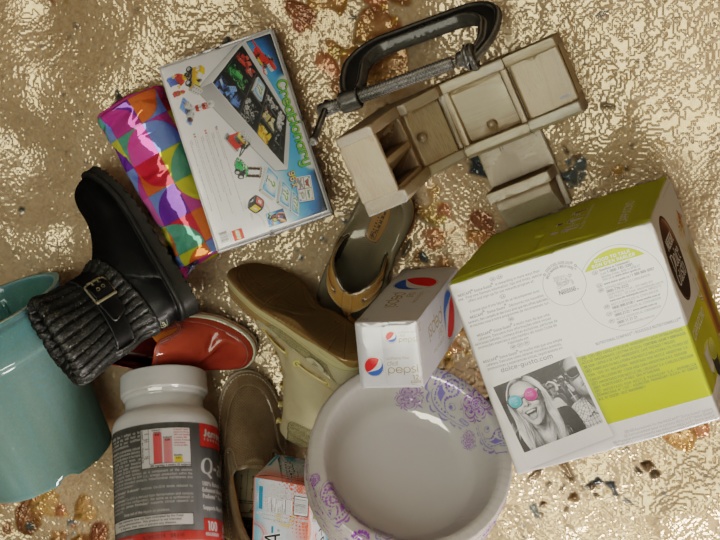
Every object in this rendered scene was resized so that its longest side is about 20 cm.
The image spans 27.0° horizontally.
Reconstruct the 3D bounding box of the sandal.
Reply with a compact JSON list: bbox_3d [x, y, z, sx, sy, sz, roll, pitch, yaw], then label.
[{"bbox_3d":[0.000,0.000,1.563,0.080,0.054,0.201,24,115,9],"label":"sandal"}]

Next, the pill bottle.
[{"bbox_3d":[-0.206,0.208,1.596,0.115,0.116,0.201,-11,72,18],"label":"pill bottle"}]

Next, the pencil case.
[{"bbox_3d":[-0.202,-0.094,1.584,0.088,0.088,0.201,-25,95,20],"label":"pencil case"}]

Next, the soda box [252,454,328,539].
[{"bbox_3d":[-0.072,0.296,1.547,0.063,0.068,0.201,8,105,17],"label":"soda box"}]

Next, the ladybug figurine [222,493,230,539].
[{"bbox_3d":[-0.166,0.311,1.684,0.200,0.072,0.136,40,110,4],"label":"ladybug figurine"}]

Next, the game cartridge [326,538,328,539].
[{"bbox_3d":[0.013,0.288,1.574,0.199,0.041,0.134,0,108,17],"label":"game cartridge"}]

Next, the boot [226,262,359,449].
[{"bbox_3d":[-0.074,0.095,1.598,0.200,0.073,0.156,33,133,29],"label":"boot"}]

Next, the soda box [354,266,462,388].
[{"bbox_3d":[0.051,0.053,1.486,0.063,0.200,0.069,-3,104,15],"label":"soda box"}]

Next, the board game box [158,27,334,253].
[{"bbox_3d":[-0.116,-0.132,1.538,0.126,0.035,0.201,-18,88,3],"label":"board game box"}]

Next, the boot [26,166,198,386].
[{"bbox_3d":[-0.285,0.002,1.572,0.157,0.080,0.211,-30,68,-17],"label":"boot"}]

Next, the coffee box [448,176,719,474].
[{"bbox_3d":[0.225,0.047,1.434,0.199,0.200,0.199,-18,98,20],"label":"coffee box"}]

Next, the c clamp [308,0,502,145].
[{"bbox_3d":[0.047,-0.194,1.449,0.199,0.171,0.027,-21,121,15],"label":"c clamp"}]

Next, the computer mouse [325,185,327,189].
[{"bbox_3d":[-0.099,-0.140,1.572,0.058,0.034,0.201,-33,87,6],"label":"computer mouse"}]

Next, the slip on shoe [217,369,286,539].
[{"bbox_3d":[-0.117,0.207,1.617,0.076,0.061,0.201,2,82,-9],"label":"slip on shoe"}]

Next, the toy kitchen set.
[{"bbox_3d":[0.117,-0.104,1.437,0.199,0.180,0.164,-21,99,20],"label":"toy kitchen set"}]

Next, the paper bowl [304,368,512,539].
[{"bbox_3d":[0.044,0.201,1.480,0.200,0.201,0.105,27,150,8],"label":"paper bowl"}]

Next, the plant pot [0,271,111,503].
[{"bbox_3d":[-0.379,0.133,1.646,0.199,0.200,0.197,-18,107,20],"label":"plant pot"}]

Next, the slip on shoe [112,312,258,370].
[{"bbox_3d":[-0.210,0.083,1.622,0.199,0.061,0.074,8,125,-9],"label":"slip on shoe"}]
